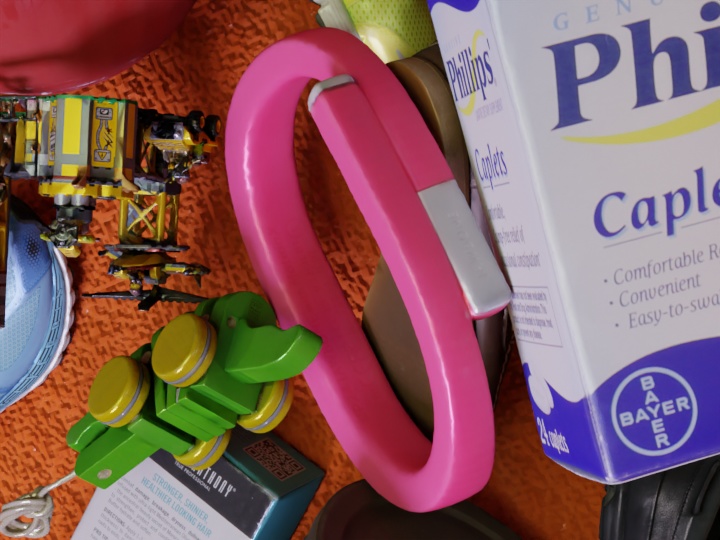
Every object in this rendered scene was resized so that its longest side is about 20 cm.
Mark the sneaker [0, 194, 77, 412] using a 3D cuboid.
[{"bbox_3d":[-0.208,0.052,0.967,0.078,0.090,0.201,38,111,16],"label":"sneaker"}]

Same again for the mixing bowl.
[{"bbox_3d":[-0.138,-0.146,0.863,0.199,0.200,0.109,11,134,25],"label":"mixing bowl"}]

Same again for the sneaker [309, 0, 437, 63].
[{"bbox_3d":[0.017,-0.166,0.829,0.090,0.078,0.201,-13,95,19],"label":"sneaker"}]

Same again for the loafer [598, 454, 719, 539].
[{"bbox_3d":[0.129,0.152,0.776,0.070,0.068,0.202,-19,49,35],"label":"loafer"}]

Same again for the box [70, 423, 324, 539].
[{"bbox_3d":[-0.100,0.156,0.953,0.082,0.049,0.201,36,112,18],"label":"box"}]

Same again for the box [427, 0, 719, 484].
[{"bbox_3d":[0.138,-0.046,0.727,0.183,0.105,0.201,-15,91,-5],"label":"box"}]

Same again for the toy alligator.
[{"bbox_3d":[-0.092,0.056,0.880,0.199,0.059,0.055,-32,42,33],"label":"toy alligator"}]

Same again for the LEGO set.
[{"bbox_3d":[-0.161,-0.013,0.858,0.198,0.154,0.117,3,90,6],"label":"LEGO set"}]

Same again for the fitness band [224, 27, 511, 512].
[{"bbox_3d":[0.000,0.000,0.807,0.201,0.037,0.144,64,153,17],"label":"fitness band"}]

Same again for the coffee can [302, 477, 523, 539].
[{"bbox_3d":[-0.009,0.208,0.853,0.146,0.146,0.200,44,119,14],"label":"coffee can"}]

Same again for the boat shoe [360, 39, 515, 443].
[{"bbox_3d":[0.045,-0.003,0.839,0.070,0.070,0.201,36,134,39],"label":"boat shoe"}]
